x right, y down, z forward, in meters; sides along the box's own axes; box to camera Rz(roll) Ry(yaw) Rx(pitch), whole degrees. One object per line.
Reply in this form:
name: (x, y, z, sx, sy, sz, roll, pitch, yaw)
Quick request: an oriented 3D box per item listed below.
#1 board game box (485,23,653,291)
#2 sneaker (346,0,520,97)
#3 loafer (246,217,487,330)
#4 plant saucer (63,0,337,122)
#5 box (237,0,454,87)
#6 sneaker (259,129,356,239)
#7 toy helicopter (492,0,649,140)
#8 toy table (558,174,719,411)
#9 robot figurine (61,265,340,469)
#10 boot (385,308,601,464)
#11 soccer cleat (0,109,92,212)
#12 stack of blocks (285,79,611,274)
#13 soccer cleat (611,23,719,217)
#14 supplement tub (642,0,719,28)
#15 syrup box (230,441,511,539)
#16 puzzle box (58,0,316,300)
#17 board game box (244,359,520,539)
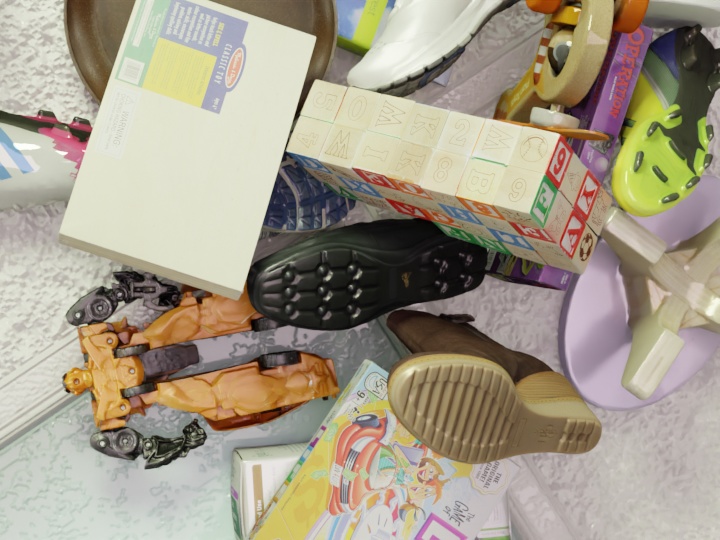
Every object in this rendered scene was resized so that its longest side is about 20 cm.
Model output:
board game box: (0.152, -0.086, 1.384, 0.032, 0.120, 0.202, 20, 88, -13)
sneaker: (0.057, -0.199, 1.352, 0.087, 0.074, 0.200, 46, 73, -2)
loafer: (0.000, 0.000, 1.358, 0.199, 0.070, 0.069, -10, 111, -32)
plant saucer: (-0.115, -0.184, 1.353, 0.198, 0.032, 0.202, 0, 113, 1)
box: (-0.004, -0.229, 1.395, 0.199, 0.048, 0.123, 21, 87, -8)
sneaker: (-0.094, -0.051, 1.369, 0.199, 0.085, 0.078, -15, 89, -32)
toy helicopter: (0.137, -0.133, 1.342, 0.078, 0.200, 0.133, 11, 66, -13)
toy table: (0.240, 0.017, 1.401, 0.183, 0.117, 0.201, 24, 85, -9)
robot figurine: (-0.121, 0.064, 1.371, 0.198, 0.058, 0.146, -10, 91, -10)
boot: (0.060, 0.073, 1.317, 0.199, 0.166, 0.073, 17, 102, -39)
soccer cleat: (-0.243, -0.074, 1.353, 0.198, 0.070, 0.087, 17, 103, -7)
stack of blocks: (0.062, -0.066, 1.302, 0.199, 0.115, 0.059, 17, 78, 30)
soccer cleat: (0.217, -0.102, 1.376, 0.065, 0.084, 0.201, 42, 46, -18)
supplement tub: (0.228, -0.290, 1.390, 0.131, 0.132, 0.202, 6, 88, -9)
syrup box: (0.006, 0.167, 1.381, 0.198, 0.079, 0.082, -5, 91, -9)
puzzle box: (-0.118, -0.092, 1.295, 0.132, 0.025, 0.201, 18, 71, -6)
board game box: (0.004, 0.184, 1.323, 0.134, 0.034, 0.201, 34, 85, -8)
